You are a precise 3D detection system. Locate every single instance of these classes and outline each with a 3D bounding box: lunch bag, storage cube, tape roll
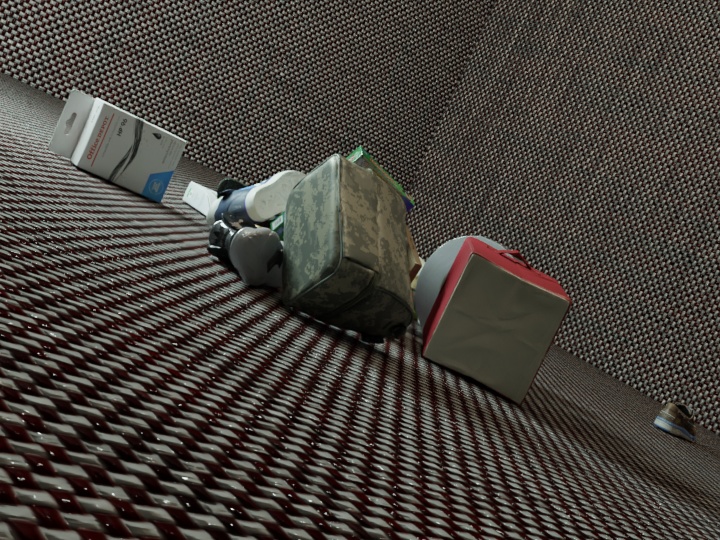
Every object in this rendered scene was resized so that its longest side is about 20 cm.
[{"bbox_3d":[-0.005,-0.022,1.330,0.166,0.203,0.139,22,-40,-32],"label":"lunch bag"},{"bbox_3d":[0.202,0.070,1.548,0.169,0.203,0.180,26,10,0],"label":"storage cube"},{"bbox_3d":[0.193,0.046,1.722,0.198,0.203,0.066,28,5,30],"label":"tape roll"}]

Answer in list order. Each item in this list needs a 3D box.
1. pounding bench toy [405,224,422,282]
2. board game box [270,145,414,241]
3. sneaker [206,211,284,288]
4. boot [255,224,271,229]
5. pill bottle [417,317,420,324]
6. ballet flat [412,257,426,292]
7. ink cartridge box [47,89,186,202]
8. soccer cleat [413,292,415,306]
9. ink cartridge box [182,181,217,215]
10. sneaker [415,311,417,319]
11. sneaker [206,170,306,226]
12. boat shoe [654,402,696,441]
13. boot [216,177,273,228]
[{"bbox_3d":[-0.004,-0.001,1.553,0.154,0.125,0.201,23,26,-24],"label":"pounding bench toy"},{"bbox_3d":[-0.029,-0.090,1.632,0.134,0.199,0.029,40,21,-30],"label":"board game box"},{"bbox_3d":[-0.162,-0.032,1.360,0.112,0.077,0.200,27,-2,15],"label":"sneaker"},{"bbox_3d":[-0.148,-0.049,1.731,0.174,0.067,0.199,29,6,32],"label":"boot"},{"bbox_3d":[0.212,0.095,1.856,0.197,0.116,0.114,25,4,-10],"label":"pill bottle"},{"bbox_3d":[0.082,0.001,1.934,0.196,0.067,0.070,7,20,23],"label":"ballet flat"},{"bbox_3d":[-0.408,-0.209,1.703,0.198,0.118,0.068,23,3,-30],"label":"ink cartridge box"},{"bbox_3d":[0.035,0.023,2.039,0.072,0.070,0.199,7,15,-38],"label":"soccer cleat"},{"bbox_3d":[-0.238,-0.103,1.983,0.159,0.051,0.199,23,3,-39],"label":"ink cartridge box"},{"bbox_3d":[0.138,0.062,2.020,0.199,0.085,0.074,31,6,40],"label":"sneaker"},{"bbox_3d":[-0.189,-0.119,1.818,0.144,0.082,0.199,-12,9,34],"label":"sneaker"},{"bbox_3d":[0.767,0.357,2.418,0.072,0.073,0.199,29,4,34],"label":"boat shoe"},{"bbox_3d":[-0.211,-0.127,1.967,0.199,0.068,0.131,36,10,-32],"label":"boot"}]
